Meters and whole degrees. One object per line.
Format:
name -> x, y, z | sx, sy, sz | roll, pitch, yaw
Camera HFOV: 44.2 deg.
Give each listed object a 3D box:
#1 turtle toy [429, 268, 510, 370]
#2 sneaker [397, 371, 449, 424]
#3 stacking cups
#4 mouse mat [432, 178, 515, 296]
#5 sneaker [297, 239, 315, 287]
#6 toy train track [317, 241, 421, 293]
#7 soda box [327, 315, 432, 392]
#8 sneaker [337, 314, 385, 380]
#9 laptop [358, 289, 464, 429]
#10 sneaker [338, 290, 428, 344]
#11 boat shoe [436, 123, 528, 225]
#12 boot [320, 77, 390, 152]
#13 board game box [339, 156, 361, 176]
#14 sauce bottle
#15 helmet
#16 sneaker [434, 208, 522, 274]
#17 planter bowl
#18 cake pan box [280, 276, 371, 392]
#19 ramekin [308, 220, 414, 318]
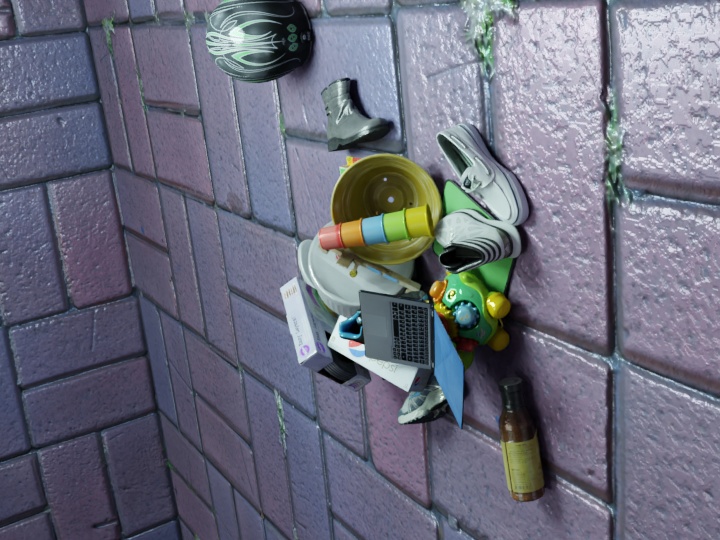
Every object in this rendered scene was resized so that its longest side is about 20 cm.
turtle toy -> 0.172, 0.086, 1.494 | 0.146, 0.100, 0.202 | 45, 151, 42
sneaker -> 0.130, 0.236, 1.699 | 0.200, 0.077, 0.087 | -45, 53, 51
stacking cups -> 0.025, -0.073, 1.535 | 0.060, 0.197, 0.061 | -7, -90, -77
mouse mat -> 0.190, -0.041, 1.502 | 0.200, 0.007, 0.162 | 49, 143, 39
sneaker -> -0.105, 0.040, 2.001 | 0.112, 0.072, 0.202 | -42, 69, 57
toy train track -> 0.013, 0.000, 1.599 | 0.198, 0.115, 0.033 | 25, 116, 4
soda box -> 0.038, 0.154, 1.661 | 0.199, 0.063, 0.069 | 27, 96, 31
sneaker -> 0.009, 0.130, 1.757 | 0.200, 0.080, 0.071 | 44, 147, 0
laptop -> 0.084, 0.148, 1.467 | 0.197, 0.117, 0.188 | 9, 140, 13
sneaker -> 0.042, 0.089, 1.550 | 0.199, 0.081, 0.074 | -32, 60, 45
boat shoe -> 0.184, -0.145, 1.397 | 0.201, 0.066, 0.074 | 57, 148, 29
boot -> -0.021, -0.305, 1.690 | 0.199, 0.069, 0.133 | -5, 95, 57
board game box -> 0.000, -0.125, 1.782 | 0.095, 0.030, 0.203 | 18, 117, 57
sauce bottle -> 0.264, 0.279, 1.471 | 0.066, 0.065, 0.203 | 11, 113, 59
helmet -> -0.216, -0.477, 1.817 | 0.200, 0.189, 0.202 | 34, 132, 49
sneaker -> 0.155, -0.049, 1.433 | 0.200, 0.114, 0.077 | 15, 118, 58
planter bowl -> 0.051, -0.118, 1.590 | 0.084, 0.198, 0.203 | -65, -28, -68
cake pan box -> -0.069, 0.131, 1.765 | 0.052, 0.184, 0.201 | -36, 47, 21
ramekin -> 0.000, 0.000, 1.675 | 0.203, 0.201, 0.095 | 59, 162, 26
